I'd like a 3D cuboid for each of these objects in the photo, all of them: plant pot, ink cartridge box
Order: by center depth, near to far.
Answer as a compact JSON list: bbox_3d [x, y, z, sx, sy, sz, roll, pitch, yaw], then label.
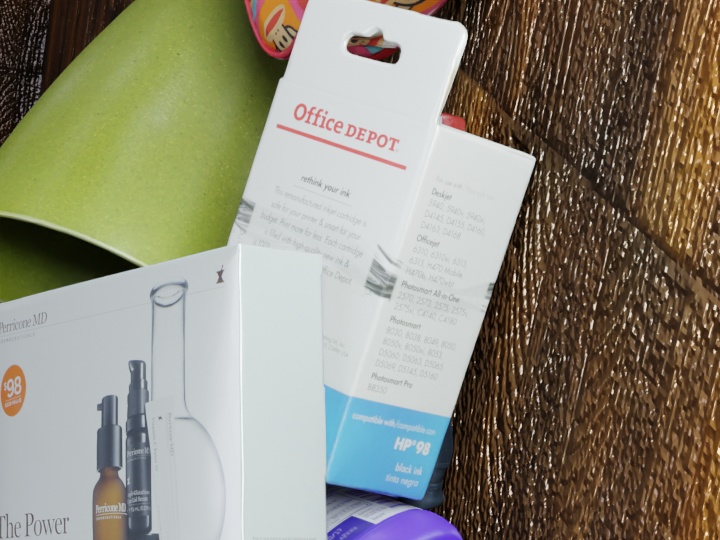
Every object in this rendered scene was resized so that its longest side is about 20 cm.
[{"bbox_3d":[0.003,-0.013,0.868,0.116,0.066,0.201,22,95,48],"label":"ink cartridge box"},{"bbox_3d":[-0.106,-0.066,1.101,0.201,0.186,0.187,-66,8,-22],"label":"plant pot"}]

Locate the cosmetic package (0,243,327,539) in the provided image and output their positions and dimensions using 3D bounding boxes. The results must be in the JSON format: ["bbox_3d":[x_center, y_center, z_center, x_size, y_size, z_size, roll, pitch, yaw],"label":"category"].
[{"bbox_3d":[-0.095,0.078,0.864,0.199,0.051,0.152,-13,73,48],"label":"cosmetic package"}]

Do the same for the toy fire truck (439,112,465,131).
[{"bbox_3d":[0.000,0.000,1.013,0.200,0.048,0.142,157,117,-72],"label":"toy fire truck"}]

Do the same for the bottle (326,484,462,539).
[{"bbox_3d":[-0.045,0.127,0.902,0.199,0.083,0.066,13,117,41],"label":"bottle"}]

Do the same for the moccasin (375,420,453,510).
[{"bbox_3d":[-0.014,0.104,0.971,0.200,0.080,0.069,139,128,-68],"label":"moccasin"}]

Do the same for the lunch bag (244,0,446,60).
[{"bbox_3d":[0.004,-0.212,0.923,0.200,0.082,0.177,-40,59,50],"label":"lunch bag"}]
